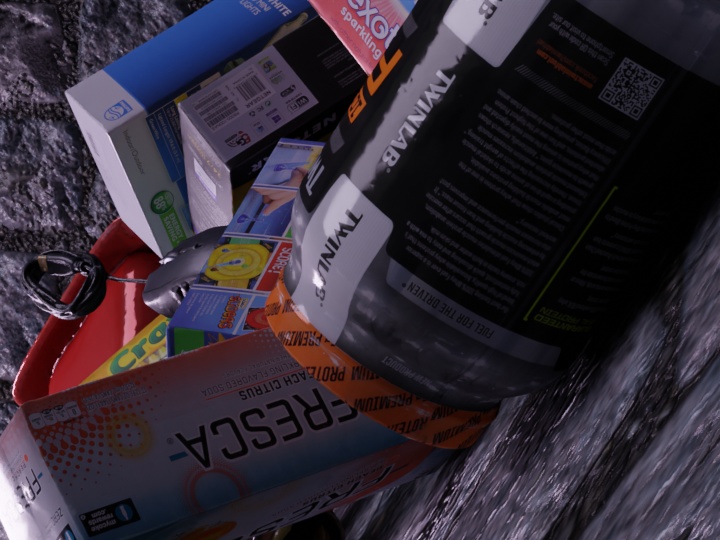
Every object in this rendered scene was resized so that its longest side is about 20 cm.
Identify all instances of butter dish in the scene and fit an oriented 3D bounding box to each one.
[{"bbox_3d":[-0.109,0.094,1.584,0.200,0.199,0.148,-54,22,38],"label":"butter dish"}]

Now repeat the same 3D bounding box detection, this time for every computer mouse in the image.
[{"bbox_3d":[-0.115,-0.003,1.321,0.200,0.034,0.059,-2,50,40],"label":"computer mouse"}]

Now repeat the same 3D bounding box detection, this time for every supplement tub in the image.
[{"bbox_3d":[0.056,-0.042,0.905,0.200,0.122,0.123,-56,4,16],"label":"supplement tub"}]

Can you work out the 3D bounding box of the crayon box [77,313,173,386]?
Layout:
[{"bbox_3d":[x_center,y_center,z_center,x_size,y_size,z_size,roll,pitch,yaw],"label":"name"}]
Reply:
[{"bbox_3d":[-0.062,0.060,1.286,0.200,0.058,0.119,-41,36,-4],"label":"crayon box"}]

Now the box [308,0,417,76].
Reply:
[{"bbox_3d":[0.046,-0.145,1.158,0.095,0.200,0.103,-18,-28,-45],"label":"box"}]

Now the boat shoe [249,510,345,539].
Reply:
[{"bbox_3d":[-0.046,0.133,1.177,0.072,0.068,0.200,-55,-20,-17],"label":"boat shoe"}]

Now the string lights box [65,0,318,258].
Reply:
[{"bbox_3d":[-0.061,-0.107,1.451,0.200,0.103,0.059,-34,43,-14],"label":"string lights box"}]

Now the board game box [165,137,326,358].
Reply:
[{"bbox_3d":[0.000,0.000,1.195,0.200,0.135,0.035,-63,-24,-58],"label":"board game box"}]

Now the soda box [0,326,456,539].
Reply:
[{"bbox_3d":[-0.048,0.069,1.009,0.200,0.069,0.064,-17,-21,-32],"label":"soda box"}]

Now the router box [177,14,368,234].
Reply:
[{"bbox_3d":[-0.004,-0.090,1.382,0.200,0.052,0.157,-34,-19,-14],"label":"router box"}]
